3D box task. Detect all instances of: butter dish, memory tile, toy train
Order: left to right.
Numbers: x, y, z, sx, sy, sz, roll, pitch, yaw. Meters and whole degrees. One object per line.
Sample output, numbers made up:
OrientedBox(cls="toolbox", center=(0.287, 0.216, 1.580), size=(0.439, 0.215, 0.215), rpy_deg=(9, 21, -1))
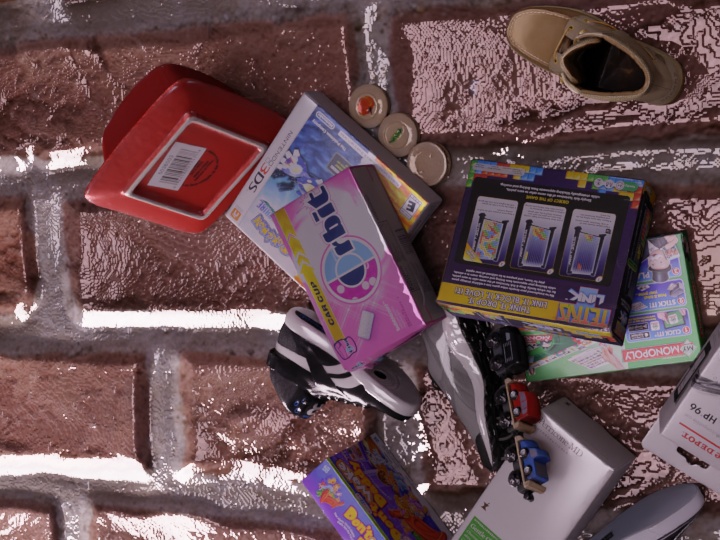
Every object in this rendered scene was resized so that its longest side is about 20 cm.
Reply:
OrientedBox(cls="butter dish", center=(-0.215, -0.166, 1.660), size=(0.200, 0.198, 0.149), rpy_deg=(-45, 54, 23))
OrientedBox(cls="memory tile", center=(0.001, -0.099, 1.635), size=(0.153, 0.017, 0.201), rpy_deg=(45, 112, 14))
OrientedBox(cls="toy train", center=(0.169, 0.146, 1.498), size=(0.046, 0.034, 0.202), rpy_deg=(-30, 51, 33))

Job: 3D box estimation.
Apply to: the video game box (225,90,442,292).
OrientedBox(cls="video game box", center=(-0.035, -0.072, 1.623), size=(0.200, 0.047, 0.183), rpy_deg=(42, 114, 15))

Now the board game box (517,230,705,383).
OrientedBox(cls="board game box", center=(0.261, 0.040, 1.521), size=(0.198, 0.029, 0.137), rpy_deg=(-9, 93, 26))

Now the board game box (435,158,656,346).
OrientedBox(cls="board game box", center=(0.195, -0.021, 1.494), size=(0.198, 0.057, 0.168), rpy_deg=(10, 79, 27))

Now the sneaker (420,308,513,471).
OrientedBox(cls="sneaker", center=(0.120, 0.127, 1.583), size=(0.079, 0.074, 0.203), rpy_deg=(-25, 79, 35))

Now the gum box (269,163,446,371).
OrientedBox(cls="gum box", center=(0.000, 0.000, 1.553), size=(0.113, 0.066, 0.202), rpy_deg=(-29, 84, 25))

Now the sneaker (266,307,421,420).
OrientedBox(cls="sneaker", center=(-0.024, 0.140, 1.652), size=(0.199, 0.073, 0.113), rpy_deg=(36, 114, 26))

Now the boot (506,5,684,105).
OrientedBox(cls="boot", center=(0.219, -0.220, 1.437), size=(0.198, 0.155, 0.074), rpy_deg=(28, 107, 20))

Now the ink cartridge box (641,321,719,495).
OrientedBox(cls="ink cartridge box", center=(0.382, 0.139, 1.440), size=(0.115, 0.068, 0.201), rpy_deg=(30, 109, 3))

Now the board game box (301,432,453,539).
OrientedBox(cls="board game box", center=(0.035, 0.290, 1.602), size=(0.045, 0.134, 0.201), rpy_deg=(-42, 79, 23))

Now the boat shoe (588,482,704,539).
OrientedBox(cls="boat shoe", center=(0.291, 0.306, 1.512), size=(0.199, 0.074, 0.068), rpy_deg=(-39, 100, 6))

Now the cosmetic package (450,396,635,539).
OrientedBox(cls="cosmetic package", center=(0.196, 0.252, 1.548), size=(0.107, 0.085, 0.201), rpy_deg=(37, 111, 20))
